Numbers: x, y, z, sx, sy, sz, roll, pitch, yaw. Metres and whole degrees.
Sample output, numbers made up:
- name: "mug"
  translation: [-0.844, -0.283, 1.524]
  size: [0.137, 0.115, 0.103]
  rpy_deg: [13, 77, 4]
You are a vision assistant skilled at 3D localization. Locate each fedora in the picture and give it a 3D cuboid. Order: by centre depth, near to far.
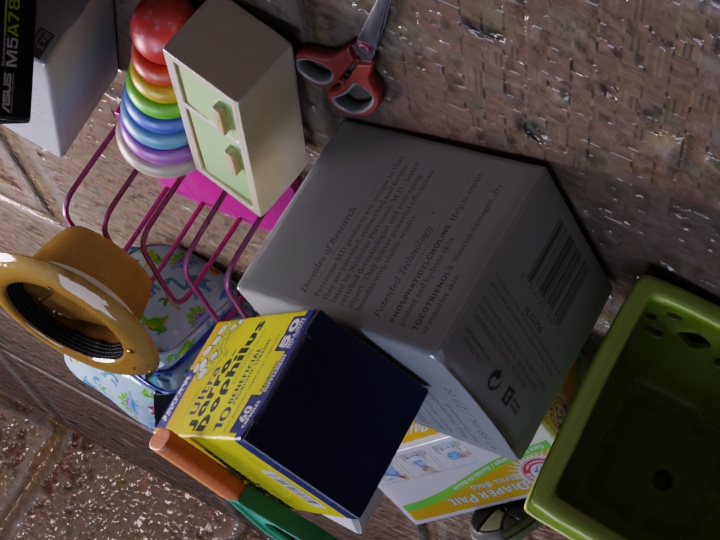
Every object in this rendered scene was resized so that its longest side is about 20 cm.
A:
- name: "fedora"
  translation: [-0.252, 0.018, 1.397]
  size: [0.199, 0.082, 0.201]
  rpy_deg: [25, 155, 13]

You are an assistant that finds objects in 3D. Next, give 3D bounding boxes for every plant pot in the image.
- name: "plant pot"
  translation: [0.245, 0.148, 1.181]
  size: [0.198, 0.201, 0.182]
  rpy_deg: [28, 167, 5]

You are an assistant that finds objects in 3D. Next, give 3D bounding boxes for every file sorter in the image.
- name: "file sorter"
  translation: [-0.154, -0.040, 1.420]
  size: [0.198, 0.126, 0.139]
  rpy_deg: [22, 160, 25]

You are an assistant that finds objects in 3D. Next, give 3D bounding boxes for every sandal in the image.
- name: "sandal"
  translation: [0.184, 0.214, 1.410]
  size: [0.080, 0.200, 0.058]
  rpy_deg: [3, 115, 60]

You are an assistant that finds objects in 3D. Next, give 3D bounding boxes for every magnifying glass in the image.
- name: "magnifying glass"
  translation: [-0.081, 0.178, 1.161]
  size: [0.200, 0.023, 0.079]
  rpy_deg: [42, 159, -30]

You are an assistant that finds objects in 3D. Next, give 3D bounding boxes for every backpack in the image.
- name: "backpack"
  translation: [-0.236, 0.059, 1.734]
  size: [0.199, 0.183, 0.148]
  rpy_deg: [27, 139, 22]

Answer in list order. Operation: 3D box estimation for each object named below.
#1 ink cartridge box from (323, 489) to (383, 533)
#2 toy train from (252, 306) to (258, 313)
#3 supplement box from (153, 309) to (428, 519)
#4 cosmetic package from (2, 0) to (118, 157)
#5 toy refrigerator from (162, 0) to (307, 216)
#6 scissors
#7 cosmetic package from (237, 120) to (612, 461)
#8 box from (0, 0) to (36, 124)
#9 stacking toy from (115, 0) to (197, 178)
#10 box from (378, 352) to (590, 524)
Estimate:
- name: "ink cartridge box"
  translation: [-0.016, 0.140, 1.547]
  size: [0.146, 0.201, 0.086]
  rpy_deg: [24, 161, 20]
- name: "toy train"
  translation: [0.005, 0.025, 1.326]
  size: [0.197, 0.042, 0.057]
  rpy_deg: [-5, 157, -2]
- name: "supplement box"
  translation: [-0.057, 0.107, 1.143]
  size: [0.109, 0.110, 0.200]
  rpy_deg: [36, 161, -18]
- name: "cosmetic package"
  translation: [-0.255, -0.182, 1.256]
  size: [0.074, 0.102, 0.200]
  rpy_deg: [28, 160, 3]
- name: "toy refrigerator"
  translation: [-0.096, -0.122, 1.190]
  size: [0.076, 0.070, 0.200]
  rpy_deg: [37, 163, 14]
- name: "scissors"
  translation: [0.008, -0.151, 1.066]
  size: [0.073, 0.014, 0.200]
  rpy_deg: [38, 159, -13]
- name: "cosmetic package"
  translation: [0.053, 0.013, 1.168]
  size: [0.199, 0.167, 0.168]
  rpy_deg: [17, 157, 39]
- name: "box"
  translation: [-0.296, -0.208, 1.118]
  size: [0.047, 0.203, 0.192]
  rpy_deg: [2, -177, -40]
- name: "stacking toy"
  translation: [-0.154, -0.156, 1.222]
  size: [0.085, 0.086, 0.200]
  rpy_deg: [29, 154, 5]
- name: "box"
  translation: [0.109, 0.138, 1.373]
  size: [0.199, 0.113, 0.101]
  rpy_deg: [-21, 126, 35]
